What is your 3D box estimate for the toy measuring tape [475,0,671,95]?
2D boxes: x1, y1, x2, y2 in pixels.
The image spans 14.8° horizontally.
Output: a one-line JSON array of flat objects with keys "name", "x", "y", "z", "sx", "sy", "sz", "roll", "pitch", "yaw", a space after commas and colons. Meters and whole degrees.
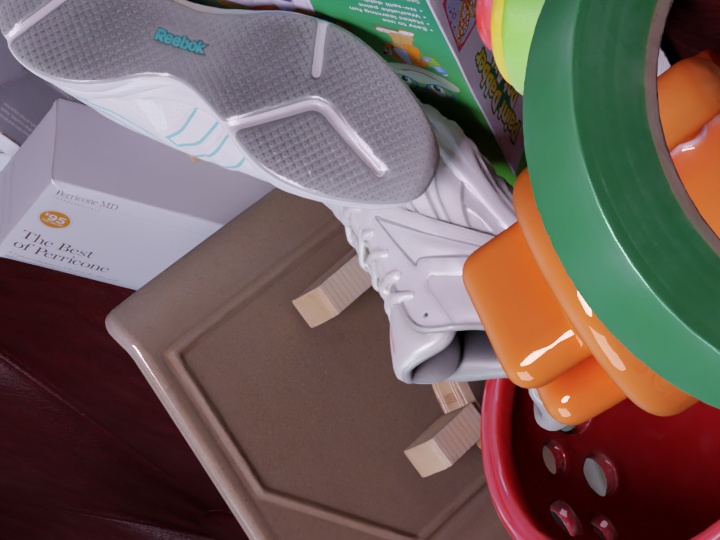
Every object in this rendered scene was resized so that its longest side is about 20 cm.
[{"name": "toy measuring tape", "x": 0.094, "y": -0.082, "z": 1.110, "sx": 0.073, "sy": 0.074, "sz": 0.200, "roll": 12, "pitch": 159, "yaw": 28}]

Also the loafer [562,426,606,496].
[{"name": "loafer", "x": 0.146, "y": 0.076, "z": 1.479, "sx": 0.068, "sy": 0.076, "sz": 0.200, "roll": -8, "pitch": 155, "yaw": 26}]

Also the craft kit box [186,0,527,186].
[{"name": "craft kit box", "x": -0.027, "y": -0.105, "z": 1.230, "sx": 0.199, "sy": 0.049, "sz": 0.198, "roll": 14, "pitch": 163, "yaw": 24}]

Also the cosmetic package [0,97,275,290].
[{"name": "cosmetic package", "x": -0.072, "y": -0.021, "z": 1.352, "sx": 0.199, "sy": 0.051, "sz": 0.083, "roll": 14, "pitch": 146, "yaw": -23}]

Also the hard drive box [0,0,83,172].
[{"name": "hard drive box", "x": -0.201, "y": -0.078, "z": 1.447, "sx": 0.199, "sy": 0.077, "sz": 0.156, "roll": 3, "pitch": 153, "yaw": 44}]

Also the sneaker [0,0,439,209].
[{"name": "sneaker", "x": -0.053, "y": -0.077, "z": 1.184, "sx": 0.200, "sy": 0.071, "sz": 0.080, "roll": 24, "pitch": 171, "yaw": 17}]

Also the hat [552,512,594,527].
[{"name": "hat", "x": 0.069, "y": 0.064, "z": 1.525, "sx": 0.200, "sy": 0.081, "sz": 0.201, "roll": 35, "pitch": 177, "yaw": 2}]

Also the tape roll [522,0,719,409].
[{"name": "tape roll", "x": 0.154, "y": -0.049, "z": 0.926, "sx": 0.200, "sy": 0.201, "sz": 0.048, "roll": 26, "pitch": 161, "yaw": -11}]

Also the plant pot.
[{"name": "plant pot", "x": 0.184, "y": 0.071, "z": 1.250, "sx": 0.182, "sy": 0.201, "sz": 0.200, "roll": 26, "pitch": 164, "yaw": -40}]

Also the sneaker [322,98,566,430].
[{"name": "sneaker", "x": 0.030, "y": -0.004, "z": 1.189, "sx": 0.200, "sy": 0.099, "sz": 0.078, "roll": 32, "pitch": 161, "yaw": 22}]

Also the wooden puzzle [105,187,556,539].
[{"name": "wooden puzzle", "x": -0.007, "y": 0.063, "z": 1.280, "sx": 0.200, "sy": 0.185, "sz": 0.037, "roll": 55, "pitch": 137, "yaw": -3}]

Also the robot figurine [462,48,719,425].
[{"name": "robot figurine", "x": 0.140, "y": -0.021, "z": 1.079, "sx": 0.144, "sy": 0.200, "sz": 0.117, "roll": 53, "pitch": -167, "yaw": -14}]

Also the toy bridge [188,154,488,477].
[{"name": "toy bridge", "x": 0.000, "y": 0.000, "z": 1.267, "sx": 0.200, "sy": 0.067, "sz": 0.027, "roll": 54, "pitch": 144, "yaw": -6}]
